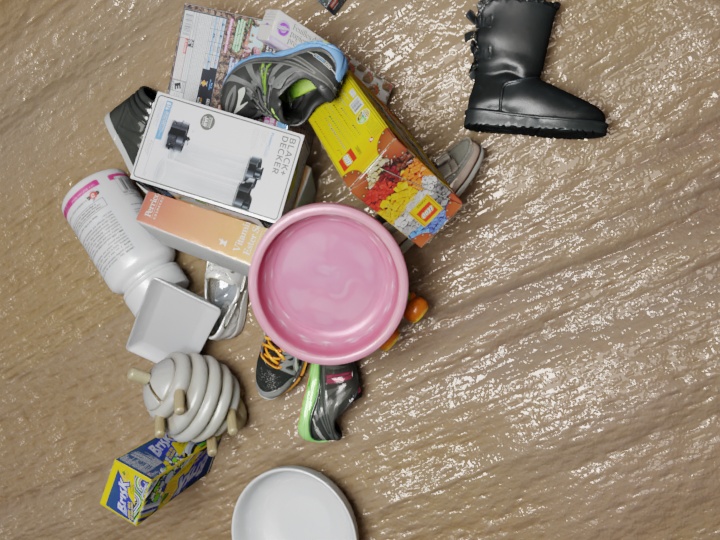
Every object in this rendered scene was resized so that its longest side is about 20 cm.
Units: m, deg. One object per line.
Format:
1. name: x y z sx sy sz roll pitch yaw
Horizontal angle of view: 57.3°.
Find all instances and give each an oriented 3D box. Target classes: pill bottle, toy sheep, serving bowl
1. pill bottle: -0.350 -0.039 0.994 0.112 0.113 0.202 -37 83 15
2. toy sheep: -0.245 0.184 0.954 0.136 0.199 0.141 -29 42 30
3. serving bowl: -0.089 0.381 0.967 0.193 0.066 0.208 1 94 16

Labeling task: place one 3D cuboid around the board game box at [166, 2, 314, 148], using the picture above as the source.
1. board game box: -0.159 -0.263 0.931 0.194 0.097 0.165 17 98 15

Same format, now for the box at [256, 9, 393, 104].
1. box: -0.042 -0.268 0.854 0.041 0.197 0.040 29 96 50

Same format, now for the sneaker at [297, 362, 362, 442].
1. sneaker: -0.032 0.148 0.941 0.081 0.077 0.206 14 101 -3

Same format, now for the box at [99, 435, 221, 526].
1. box: -0.279 0.281 0.947 0.063 0.199 0.072 24 99 13

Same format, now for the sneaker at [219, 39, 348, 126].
1. sneaker: -0.103 -0.216 0.803 0.195 0.071 0.085 -6 60 35

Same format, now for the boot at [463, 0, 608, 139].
1. boot: 0.222 -0.257 0.835 0.192 0.073 0.168 9 93 16

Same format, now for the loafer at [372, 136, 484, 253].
1. loafer: 0.080 -0.100 0.876 0.062 0.072 0.201 34 108 -24

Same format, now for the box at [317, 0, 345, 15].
1. box: -0.026 -0.482 0.908 0.137 0.038 0.201 44 104 10

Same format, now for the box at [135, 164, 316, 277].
1. box: -0.178 -0.088 0.906 0.194 0.107 0.156 19 79 4

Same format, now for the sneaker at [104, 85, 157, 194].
1. sneaker: -0.302 -0.189 0.991 0.099 0.070 0.202 -39 78 20

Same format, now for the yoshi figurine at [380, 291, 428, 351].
1. yoshi figurine: -0.003 0.005 0.868 0.201 0.112 0.112 48 139 -3

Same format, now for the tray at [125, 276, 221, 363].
1. tray: -0.275 0.082 0.967 0.105 0.023 0.201 27 136 -11

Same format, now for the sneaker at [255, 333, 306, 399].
1. sneaker: -0.108 0.091 0.944 0.077 0.077 0.205 26 99 21

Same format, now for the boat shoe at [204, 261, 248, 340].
1. boat shoe: -0.196 0.004 0.973 0.069 0.069 0.207 7 96 15

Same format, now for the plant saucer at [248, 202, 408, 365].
1. plant saucer: -0.039 0.014 0.810 0.193 0.051 0.207 0 110 0

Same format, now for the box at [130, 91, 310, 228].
1. box: -0.172 -0.135 0.826 0.194 0.060 0.120 18 83 3

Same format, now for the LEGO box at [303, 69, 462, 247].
1. LEGO box: 0.021 -0.147 0.812 0.077 0.148 0.202 -42 45 15
